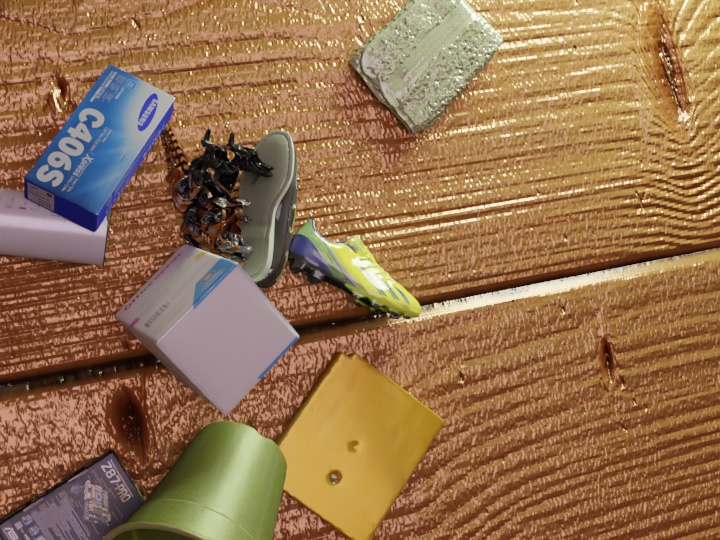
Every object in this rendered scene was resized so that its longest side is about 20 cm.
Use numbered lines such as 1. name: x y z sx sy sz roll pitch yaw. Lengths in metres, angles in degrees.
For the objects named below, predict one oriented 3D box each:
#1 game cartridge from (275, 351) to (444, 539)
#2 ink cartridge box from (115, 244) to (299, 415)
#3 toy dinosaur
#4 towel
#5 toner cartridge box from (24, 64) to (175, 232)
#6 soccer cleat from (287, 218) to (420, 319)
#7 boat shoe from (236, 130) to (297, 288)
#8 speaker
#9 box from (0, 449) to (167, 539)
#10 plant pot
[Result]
1. game cartridge: -0.011 0.231 1.316 0.176 0.032 0.201 38 75 -10
2. ink cartridge box: -0.190 0.063 1.200 0.129 0.200 0.125 -46 116 -14
3. toy dinosaur: -0.194 -0.099 1.247 0.200 0.102 0.136 44 116 -1
4. towel: 0.095 -0.299 1.380 0.148 0.036 0.200 45 76 -9
5. toner cartridge box: -0.312 -0.150 1.208 0.094 0.043 0.201 27 58 -4
6. soccer cleat: 0.000 0.000 1.317 0.199 0.065 0.084 28 75 -12
7. boat shoe: -0.117 -0.078 1.293 0.071 0.061 0.203 6 77 25
8. speaker: -0.404 -0.056 1.198 0.198 0.081 0.082 6 84 -15
9. box: -0.318 0.345 1.210 0.161 0.049 0.201 -33 95 -14
10. plant pot: -0.173 0.286 1.175 0.199 0.200 0.191 34 42 -11
